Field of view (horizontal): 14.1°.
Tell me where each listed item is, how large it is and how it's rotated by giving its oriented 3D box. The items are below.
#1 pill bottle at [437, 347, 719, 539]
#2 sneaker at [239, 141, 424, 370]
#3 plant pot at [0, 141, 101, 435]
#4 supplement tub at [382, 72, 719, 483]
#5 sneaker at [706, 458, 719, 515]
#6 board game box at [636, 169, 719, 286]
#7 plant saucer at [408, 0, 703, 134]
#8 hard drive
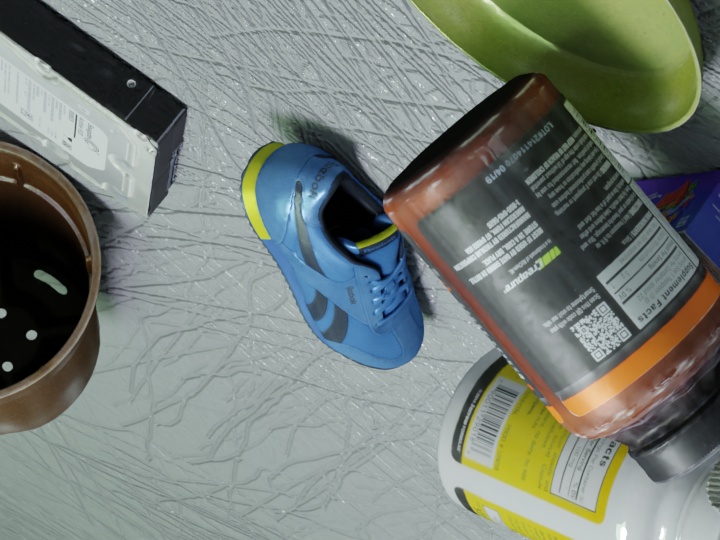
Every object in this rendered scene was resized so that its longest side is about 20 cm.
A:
[{"bbox_3d":[0.152,0.123,1.727,0.200,0.111,0.111,23,155,37],"label":"pill bottle"},{"bbox_3d":[0.000,0.000,1.790,0.078,0.066,0.200,15,150,40],"label":"sneaker"},{"bbox_3d":[-0.281,0.027,2.170,0.200,0.200,0.198,34,167,11],"label":"plant pot"},{"bbox_3d":[0.109,0.008,1.431,0.200,0.107,0.107,51,159,-6],"label":"supplement tub"},{"bbox_3d":[0.284,0.116,1.468,0.200,0.070,0.100,-12,130,29],"label":"sneaker"},{"bbox_3d":[0.207,0.034,1.536,0.200,0.045,0.134,45,159,-19],"label":"board game box"},{"bbox_3d":[0.084,-0.144,1.380,0.200,0.031,0.200,33,161,13],"label":"plant saucer"},{"bbox_3d":[-0.207,-0.124,1.913,0.200,0.038,0.140,35,160,5],"label":"hard drive"}]
